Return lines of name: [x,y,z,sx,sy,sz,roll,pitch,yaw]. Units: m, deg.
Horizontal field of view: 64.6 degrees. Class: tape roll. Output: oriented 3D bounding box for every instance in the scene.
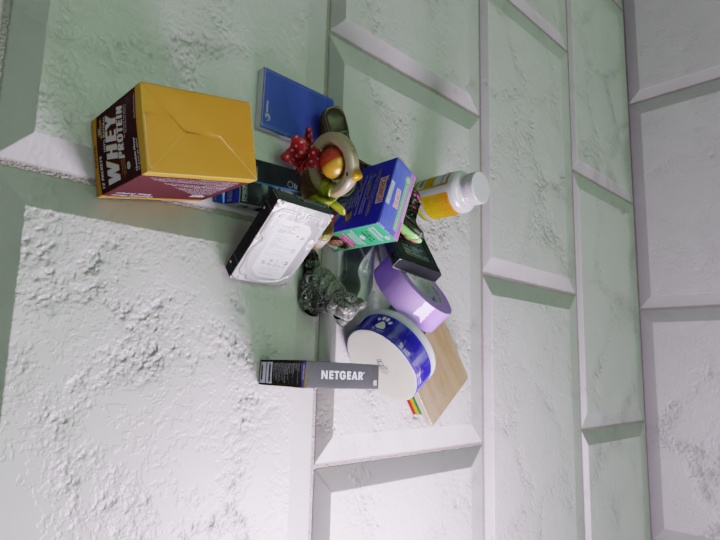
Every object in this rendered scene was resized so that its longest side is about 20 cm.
tape roll: [0.123,0.048,1.339,0.199,0.066,0.201,41,18,-16]

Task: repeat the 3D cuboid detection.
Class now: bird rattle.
bird rattle: [-0.067,-0.215,1.181,0.112,0.162,0.203,2,67,-49]

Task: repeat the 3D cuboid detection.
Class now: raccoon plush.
raccoon plush: [-0.071,0.024,1.217,0.096,0.133,0.203,-35,109,-40]

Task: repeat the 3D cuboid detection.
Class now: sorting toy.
sorting toy: [0.174,0.256,1.479,0.198,0.069,0.203,-40,112,-41]

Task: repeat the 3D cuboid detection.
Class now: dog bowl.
dog bowl: [0.068,0.192,1.289,0.079,0.198,0.202,-40,112,-37]

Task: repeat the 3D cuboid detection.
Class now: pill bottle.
pill bottle: [0.238,-0.201,1.512,0.110,0.198,0.113,7,80,-43]

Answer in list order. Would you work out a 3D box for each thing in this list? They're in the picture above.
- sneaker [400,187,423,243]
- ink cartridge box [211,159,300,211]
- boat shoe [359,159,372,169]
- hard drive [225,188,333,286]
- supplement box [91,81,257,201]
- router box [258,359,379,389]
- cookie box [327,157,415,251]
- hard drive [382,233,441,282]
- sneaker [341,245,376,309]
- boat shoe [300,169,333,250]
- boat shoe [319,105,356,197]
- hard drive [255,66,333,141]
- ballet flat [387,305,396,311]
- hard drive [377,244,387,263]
sneaker: [0.103,-0.148,1.309,0.077,0.083,0.202,44,19,-51]
ink cartridge box: [-0.210,-0.174,1.174,0.198,0.039,0.102,5,81,-44]
boat shoe: [0.027,-0.229,1.394,0.199,0.071,0.073,32,63,-38]
hard drive: [-0.158,-0.056,1.113,0.138,0.201,0.038,12,34,-44]
supplement box: [-0.314,-0.202,0.957,0.195,0.198,0.136,-4,87,-45]
router box: [-0.083,0.213,1.165,0.198,0.156,0.053,12,76,-42]
cookie box: [0.012,-0.143,1.277,0.075,0.198,0.174,36,61,-35]
hard drive: [0.103,-0.071,1.339,0.138,0.033,0.202,18,37,-36]
sneaker: [0.000,0.000,1.351,0.080,0.069,0.204,47,52,-54]
boat shoe: [-0.103,-0.137,1.252,0.072,0.069,0.203,7,56,-20]
boat shoe: [-0.051,-0.262,1.282,0.071,0.068,0.204,-5,88,-23]
hard drive: [-0.143,-0.352,1.273,0.198,0.025,0.135,11,77,-44]
ballet flat: [0.138,0.094,1.471,0.199,0.067,0.071,-38,125,-39]
hard drive: [0.098,-0.078,1.453,0.130,0.026,0.204,-18,104,-35]
